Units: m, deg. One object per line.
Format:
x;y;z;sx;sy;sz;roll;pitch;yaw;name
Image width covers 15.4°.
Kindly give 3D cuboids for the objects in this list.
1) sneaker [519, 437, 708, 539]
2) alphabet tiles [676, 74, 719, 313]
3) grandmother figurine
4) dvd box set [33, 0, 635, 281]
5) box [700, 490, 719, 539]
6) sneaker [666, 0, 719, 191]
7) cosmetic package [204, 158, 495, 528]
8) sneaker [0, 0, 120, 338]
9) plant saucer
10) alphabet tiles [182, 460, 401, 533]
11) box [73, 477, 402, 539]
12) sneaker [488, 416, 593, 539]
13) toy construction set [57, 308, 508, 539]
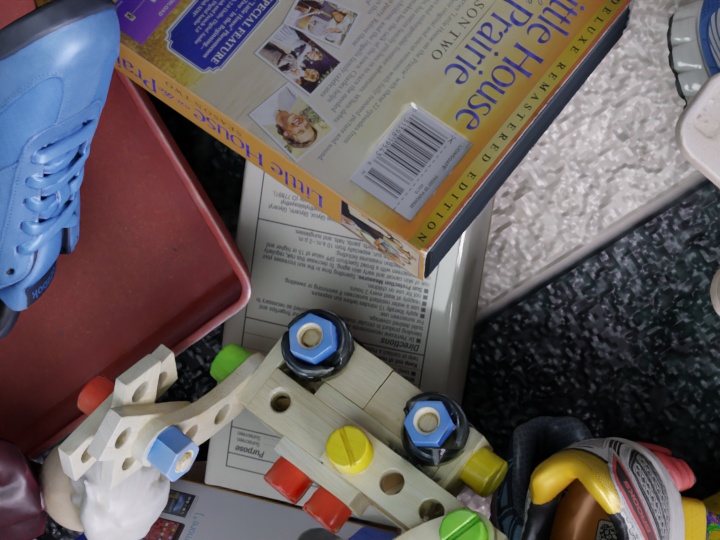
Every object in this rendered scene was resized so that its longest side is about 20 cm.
0.079;0.162;1.034;0.077;0.082;0.201;-1;79;33;sneaker
0.228;-0.036;1.048;0.195;0.015;0.200;40;76;-8;alphabet tiles
-0.181;0.095;1.142;0.199;0.121;0.061;-3;66;2;grandmother figurine
-0.011;-0.107;1.075;0.200;0.029;0.147;34;70;13;dvd box set
0.256;0.179;1.071;0.122;0.192;0.201;-22;107;-26;box
0.196;-0.024;1.088;0.089;0.079;0.201;-20;93;14;sneaker
0.000;0.000;1.151;0.103;0.073;0.201;13;110;9;cosmetic package
-0.129;-0.038;1.060;0.079;0.066;0.200;59;145;13;sneaker
-0.151;-0.030;1.160;0.200;0.037;0.200;-35;83;34;plant saucer
-0.048;0.165;1.165;0.199;0.196;0.015;0;143;14;alphabet tiles
-0.053;0.156;1.138;0.199;0.119;0.042;13;145;20;box
0.105;0.136;1.105;0.079;0.200;0.096;-16;130;-22;sneaker
-0.019;0.093;1.071;0.200;0.092;0.131;37;83;7;toy construction set
